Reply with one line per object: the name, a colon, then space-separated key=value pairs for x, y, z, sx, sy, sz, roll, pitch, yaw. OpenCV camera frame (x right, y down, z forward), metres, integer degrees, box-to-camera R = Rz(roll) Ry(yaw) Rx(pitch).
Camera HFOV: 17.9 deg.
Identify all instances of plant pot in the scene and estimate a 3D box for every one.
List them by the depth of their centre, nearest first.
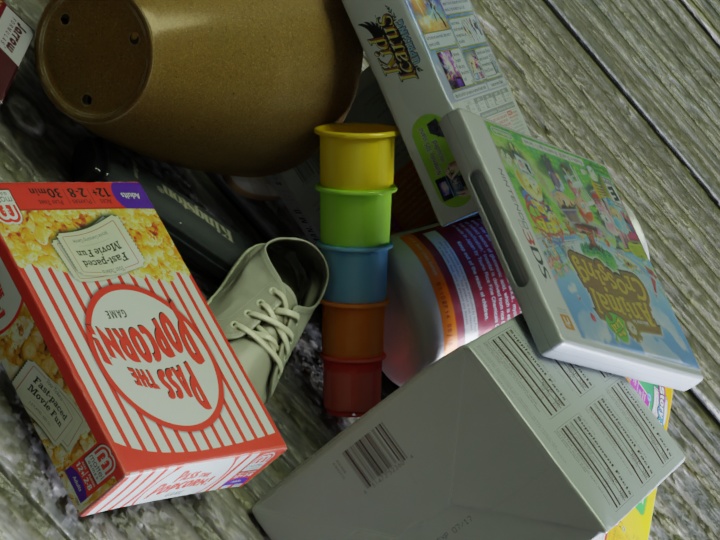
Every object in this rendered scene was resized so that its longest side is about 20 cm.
plant pot: x=-0.124 y=-0.148 z=1.538 sx=0.187 sy=0.186 sz=0.200 roll=56 pitch=25 yaw=9

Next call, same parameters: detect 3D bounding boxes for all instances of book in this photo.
book: x=0.029 y=-0.039 z=1.697 sx=0.048 sy=0.134 sz=0.200 roll=9 pitch=-44 yaw=58

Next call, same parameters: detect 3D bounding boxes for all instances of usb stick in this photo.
usb stick: x=-0.116 y=-0.026 z=1.566 sx=0.200 sy=0.033 sz=0.056 roll=35 pitch=30 yaw=-33

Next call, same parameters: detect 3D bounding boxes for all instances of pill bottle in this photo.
pill bottle: x=0.105 y=0.009 z=1.658 sx=0.200 sy=0.113 sz=0.113 roll=-15 pitch=64 yaw=-24

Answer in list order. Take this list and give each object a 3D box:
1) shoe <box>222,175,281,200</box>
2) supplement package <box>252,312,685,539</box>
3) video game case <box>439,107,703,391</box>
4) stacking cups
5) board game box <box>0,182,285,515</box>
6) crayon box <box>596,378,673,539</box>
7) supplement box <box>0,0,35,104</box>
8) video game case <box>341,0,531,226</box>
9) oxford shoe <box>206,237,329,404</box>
shoe: x=-0.016 y=-0.109 z=1.723 sx=0.200 sy=0.053 sz=0.070 roll=-23 pitch=79 yaw=-29
supplement package: x=0.074 y=0.137 z=1.485 sx=0.147 sy=0.191 sz=0.200 roll=54 pitch=23 yaw=6
video game case: x=0.145 y=-0.012 z=1.542 sx=0.200 sy=0.022 sz=0.182 roll=16 pitch=46 yaw=-54
stacking cups: x=0.000 y=0.000 z=1.580 sx=0.060 sy=0.060 sz=0.201 roll=-29 pitch=120 yaw=-66
board game box: x=-0.149 y=0.041 z=1.364 sx=0.151 sy=0.046 sz=0.200 roll=-5 pitch=60 yaw=-55
crayon box: x=0.175 y=0.135 z=1.718 sx=0.119 sy=0.058 sz=0.200 roll=52 pitch=41 yaw=-40
supplement box: x=-0.300 y=-0.177 z=1.412 sx=0.200 sy=0.061 sz=0.109 roll=44 pitch=24 yaw=-19
video game case: x=0.061 y=-0.133 z=1.631 sx=0.182 sy=0.045 sz=0.200 roll=67 pitch=17 yaw=-2
oxford shoe: x=-0.071 y=0.042 z=1.497 sx=0.075 sy=0.058 sz=0.200 roll=49 pitch=37 yaw=-19
